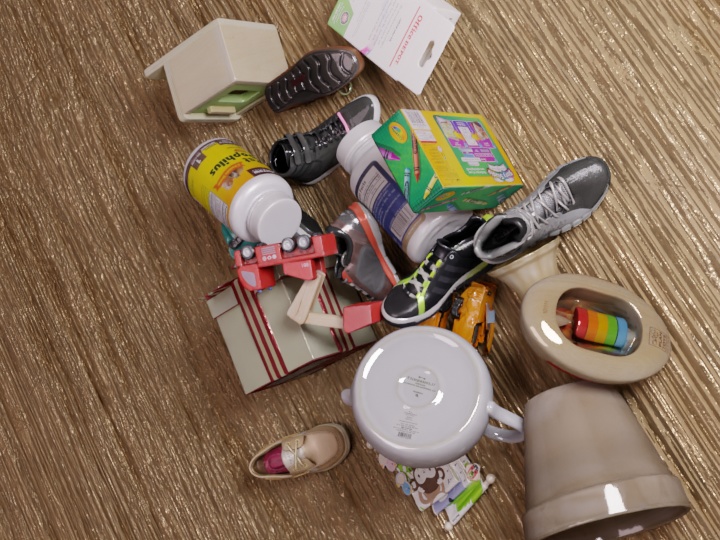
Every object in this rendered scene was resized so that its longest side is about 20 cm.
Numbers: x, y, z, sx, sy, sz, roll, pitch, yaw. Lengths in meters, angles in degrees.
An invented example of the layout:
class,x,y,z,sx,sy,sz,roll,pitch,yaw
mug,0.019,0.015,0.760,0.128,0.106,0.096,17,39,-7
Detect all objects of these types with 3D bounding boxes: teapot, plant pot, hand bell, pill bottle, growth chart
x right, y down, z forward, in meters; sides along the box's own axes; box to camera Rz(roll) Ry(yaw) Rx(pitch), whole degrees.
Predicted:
class,x,y,z,sx,sy,sz,roll,pitch,yaw
teapot,0.090,0.178,1.329,0.197,0.146,0.200,-30,61,-3
plant pot,0.281,0.234,1.235,0.200,0.199,0.174,-32,59,37
hand bell,0.254,0.068,1.299,0.104,0.104,0.201,-27,90,38
pill bottle,-0.176,-0.115,1.514,0.200,0.109,0.110,38,118,40
pill bottle,0.056,-0.115,1.409,0.200,0.111,0.111,50,123,23
growth chart,0.098,0.285,1.485,0.200,0.018,0.145,45,121,28

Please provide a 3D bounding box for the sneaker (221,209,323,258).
class,x,y,z,sx,sy,sz,roll,pitch,yaw
sneaker,-0.152,-0.058,1.592,0.200,0.083,0.121,37,102,39

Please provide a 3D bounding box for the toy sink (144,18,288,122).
class,x,y,z,sx,sy,sz,roll,pitch,yaw
toy sink,-0.231,-0.306,1.612,0.199,0.130,0.113,-21,82,38

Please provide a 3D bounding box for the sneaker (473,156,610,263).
class,x,y,z,sx,sy,sz,roll,pitch,yaw
sneaker,0.224,-0.069,1.244,0.200,0.115,0.075,-37,85,15

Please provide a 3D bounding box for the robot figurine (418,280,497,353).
class,x,y,z,sx,sy,sz,roll,pitch,yaw
robot figurine,0.126,0.102,1.413,0.145,0.058,0.201,22,108,36

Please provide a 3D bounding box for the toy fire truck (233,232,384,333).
class,x,y,z,sx,sy,sz,roll,pitch,yaw
toy fire truck,-0.074,0.021,1.383,0.199,0.049,0.142,-10,92,25

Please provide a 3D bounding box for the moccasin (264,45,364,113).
class,x,y,z,sx,sy,sz,roll,pitch,yaw
moccasin,-0.060,-0.287,1.504,0.201,0.078,0.074,-24,93,51

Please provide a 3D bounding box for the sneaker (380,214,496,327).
class,x,y,z,sx,sy,sz,roll,pitch,yaw
sneaker,0.101,-0.008,1.345,0.072,0.200,0.083,41,164,42

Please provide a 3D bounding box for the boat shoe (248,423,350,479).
class,x,y,z,sx,sy,sz,roll,pitch,yaw
boat shoe,-0.101,0.300,1.616,0.200,0.069,0.074,-29,77,38

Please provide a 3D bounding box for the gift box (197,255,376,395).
class,x,y,z,sx,sy,sz,roll,pitch,yaw
gift box,-0.122,0.070,1.533,0.199,0.184,0.188,-27,80,32

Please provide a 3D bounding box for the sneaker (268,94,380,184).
class,x,y,z,sx,sy,sz,roll,pitch,yaw
sneaker,-0.058,-0.194,1.503,0.200,0.099,0.071,-38,70,35

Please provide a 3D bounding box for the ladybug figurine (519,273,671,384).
class,x,y,z,sx,sy,sz,roll,pitch,yaw
ladybug figurine,0.282,0.078,1.225,0.072,0.199,0.136,119,167,-59

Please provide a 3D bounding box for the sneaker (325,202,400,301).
class,x,y,z,sx,sy,sz,roll,pitch,yaw
sneaker,0.000,0.000,1.447,0.077,0.082,0.201,35,151,60

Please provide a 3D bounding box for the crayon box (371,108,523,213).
class,x,y,z,sx,sy,sz,roll,pitch,yaw
crayon box,0.116,-0.141,1.299,0.058,0.200,0.119,-39,71,34

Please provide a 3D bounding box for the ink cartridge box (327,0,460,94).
class,x,y,z,sx,sy,sz,roll,pitch,yaw
ink cartridge box,0.058,-0.343,1.408,0.200,0.067,0.117,45,121,28
